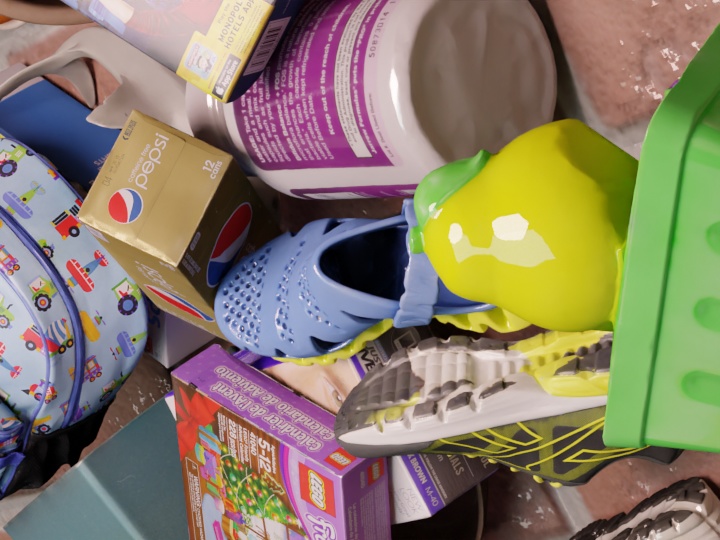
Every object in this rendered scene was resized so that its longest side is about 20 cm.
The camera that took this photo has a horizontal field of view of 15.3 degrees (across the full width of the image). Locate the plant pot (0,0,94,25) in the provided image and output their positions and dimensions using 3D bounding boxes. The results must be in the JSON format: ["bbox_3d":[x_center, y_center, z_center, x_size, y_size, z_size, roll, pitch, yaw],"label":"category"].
[{"bbox_3d":[-0.188,-0.241,1.464,0.174,0.199,0.201,23,135,62],"label":"plant pot"}]

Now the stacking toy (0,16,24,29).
[{"bbox_3d":[-0.299,-0.182,1.613,0.146,0.200,0.147,31,137,34],"label":"stacking toy"}]

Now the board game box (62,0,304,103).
[{"bbox_3d":[-0.094,-0.222,1.343,0.199,0.062,0.201,34,111,12],"label":"board game box"}]

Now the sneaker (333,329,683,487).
[{"bbox_3d":[0.083,0.081,1.399,0.199,0.075,0.085,-11,121,19],"label":"sneaker"}]

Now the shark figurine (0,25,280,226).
[{"bbox_3d":[-0.140,-0.104,1.580,0.214,0.089,0.129,29,135,32],"label":"shark figurine"}]

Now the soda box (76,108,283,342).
[{"bbox_3d":[-0.092,-0.019,1.477,0.064,0.068,0.200,25,171,13],"label":"soda box"}]

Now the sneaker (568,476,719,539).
[{"bbox_3d":[0.144,0.184,1.463,0.085,0.077,0.200,53,146,-2],"label":"sneaker"}]

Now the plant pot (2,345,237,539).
[{"bbox_3d":[-0.096,0.185,1.703,0.200,0.141,0.141,53,145,2],"label":"plant pot"}]

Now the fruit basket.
[{"bbox_3d":[0.134,-0.023,1.240,0.214,0.156,0.217,19,132,22],"label":"fruit basket"}]

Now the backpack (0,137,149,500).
[{"bbox_3d":[-0.225,0.028,1.640,0.183,0.134,0.200,50,142,10],"label":"backpack"}]

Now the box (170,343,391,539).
[{"bbox_3d":[-0.042,0.154,1.526,0.136,0.039,0.201,28,136,35],"label":"box"}]

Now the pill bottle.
[{"bbox_3d":[-0.001,-0.093,1.393,0.199,0.112,0.113,0,116,50],"label":"pill bottle"}]

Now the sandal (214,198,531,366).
[{"bbox_3d":[0.000,0.000,1.391,0.199,0.087,0.080,-14,72,34],"label":"sandal"}]

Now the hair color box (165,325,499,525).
[{"bbox_3d":[-0.020,0.092,1.540,0.200,0.065,0.110,-20,100,53],"label":"hair color box"}]

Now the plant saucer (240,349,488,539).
[{"bbox_3d":[0.009,0.092,1.589,0.200,0.037,0.201,30,136,34],"label":"plant saucer"}]

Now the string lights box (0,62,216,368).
[{"bbox_3d":[-0.168,-0.037,1.687,0.200,0.059,0.103,33,138,31],"label":"string lights box"}]
